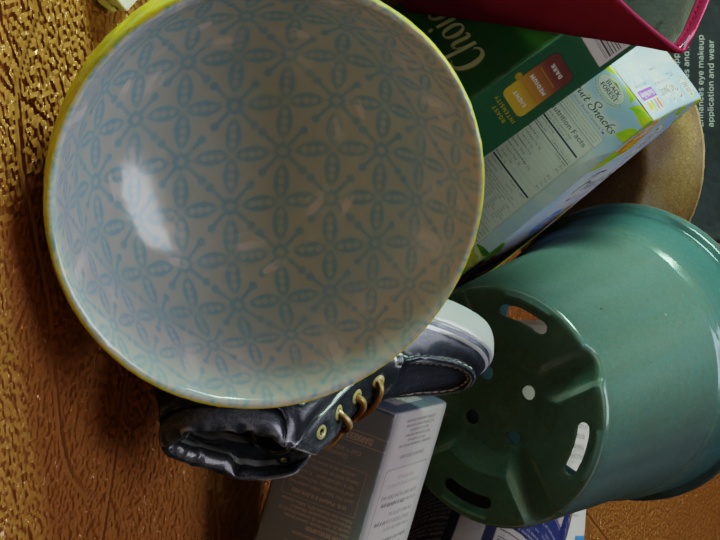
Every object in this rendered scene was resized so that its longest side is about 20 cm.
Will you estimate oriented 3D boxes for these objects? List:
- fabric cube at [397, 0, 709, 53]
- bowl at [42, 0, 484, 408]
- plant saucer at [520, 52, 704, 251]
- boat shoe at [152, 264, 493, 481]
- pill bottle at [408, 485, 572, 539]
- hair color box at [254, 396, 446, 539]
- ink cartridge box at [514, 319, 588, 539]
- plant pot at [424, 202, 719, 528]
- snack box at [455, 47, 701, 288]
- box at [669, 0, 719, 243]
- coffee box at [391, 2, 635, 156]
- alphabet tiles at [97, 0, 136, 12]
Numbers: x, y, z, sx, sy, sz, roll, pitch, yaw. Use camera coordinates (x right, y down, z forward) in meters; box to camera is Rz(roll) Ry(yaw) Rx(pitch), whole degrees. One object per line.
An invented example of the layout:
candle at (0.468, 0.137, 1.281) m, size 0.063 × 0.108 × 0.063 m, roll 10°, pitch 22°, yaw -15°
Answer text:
fabric cube at (0.082, -0.252, 1.151) m, size 0.196 × 0.198 × 0.201 m, roll 34°, pitch 76°, yaw -47°
bowl at (-0.052, -0.050, 1.002) m, size 0.108 × 0.198 × 0.202 m, roll -124°, pitch -154°, yaw -64°
plant saucer at (0.150, -0.087, 1.564) m, size 0.035 × 0.199 × 0.202 m, roll -19°, pitch 112°, yaw -51°
boat shoe at (-0.018, 0.060, 1.086) m, size 0.071 × 0.199 × 0.092 m, roll -45°, pitch -134°, yaw 48°
pill bottle at (0.073, 0.209, 1.477) m, size 0.201 × 0.110 × 0.112 m, roll -65°, pitch 151°, yaw -50°
hair color box at (-0.019, 0.161, 1.191) m, size 0.099 × 0.060 × 0.202 m, roll -2°, pitch 109°, yaw -72°
ink cartridge box at (0.122, 0.142, 1.660) m, size 0.146 × 0.084 × 0.202 m, roll 24°, pitch 69°, yaw -71°
plant pot at (0.130, 0.068, 1.380) m, size 0.196 × 0.199 × 0.202 m, roll -15°, pitch 107°, yaw -58°
snack box at (0.118, -0.069, 1.448) m, size 0.068 × 0.200 × 0.169 m, roll 51°, pitch 21°, yaw 5°
box at (0.196, -0.129, 1.657) m, size 0.117 × 0.198 × 0.199 m, roll -53°, pitch 142°, yaw -72°
coffee box at (0.077, -0.134, 1.257) m, size 0.044 × 0.199 × 0.123 m, roll 51°, pitch 6°, yaw -40°
alphabet tiles at (-0.113, -0.227, 1.001) m, size 0.196 × 0.014 × 0.202 m, roll -60°, pitch 148°, yaw -55°
